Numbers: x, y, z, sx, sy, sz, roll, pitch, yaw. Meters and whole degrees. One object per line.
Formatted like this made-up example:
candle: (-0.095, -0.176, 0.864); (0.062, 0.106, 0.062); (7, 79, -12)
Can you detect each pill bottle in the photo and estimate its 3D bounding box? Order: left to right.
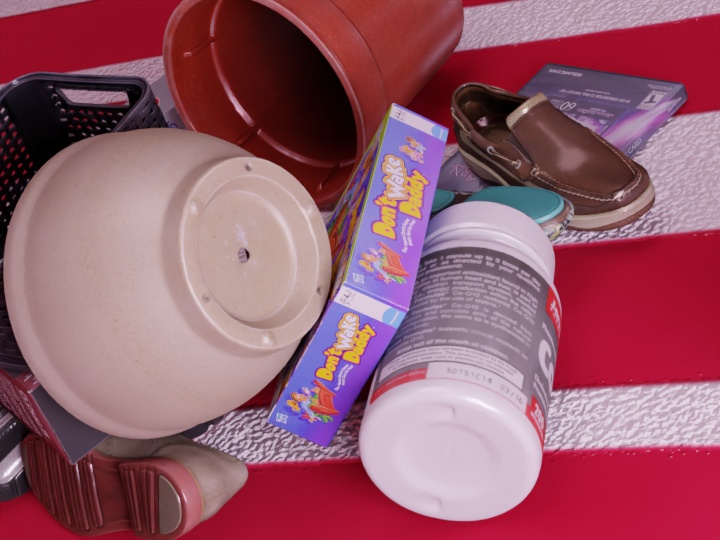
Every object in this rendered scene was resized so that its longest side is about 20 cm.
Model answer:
pill bottle: (0.070, 0.053, 1.205); (0.113, 0.114, 0.200); (-11, 36, 22)

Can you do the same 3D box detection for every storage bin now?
storage bin: (-0.221, -0.037, 1.274); (0.135, 0.094, 0.200); (6, 47, 33)

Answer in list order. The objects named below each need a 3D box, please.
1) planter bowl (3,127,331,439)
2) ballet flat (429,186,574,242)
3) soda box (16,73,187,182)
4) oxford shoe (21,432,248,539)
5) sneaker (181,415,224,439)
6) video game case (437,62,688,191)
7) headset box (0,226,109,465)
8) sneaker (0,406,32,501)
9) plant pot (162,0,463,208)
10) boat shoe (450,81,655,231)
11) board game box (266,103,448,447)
planter bowl: (-0.104, -0.001, 1.172); (0.134, 0.200, 0.200); (-13, 32, 48)
ballet flat: (0.077, -0.025, 1.347); (0.199, 0.074, 0.074); (9, 47, 45)
soda box: (-0.205, -0.097, 1.644); (0.200, 0.064, 0.068); (-39, 34, -19)
oxford shoe: (-0.160, 0.144, 1.300); (0.199, 0.071, 0.075); (9, 20, 44)
sneaker: (-0.090, 0.039, 1.371); (0.200, 0.074, 0.087); (-35, 31, -14)
video game case: (0.139, -0.088, 1.439); (0.143, 0.019, 0.200); (16, 51, 46)
headset box: (-0.198, 0.036, 1.312); (0.149, 0.077, 0.200); (-38, 39, -19)
sneaker: (-0.238, 0.077, 1.416); (0.200, 0.076, 0.115); (-42, 38, -18)
plant pot: (-0.026, -0.187, 1.544); (0.200, 0.201, 0.195); (5, 37, 39)
boat shoe: (0.129, -0.089, 1.361); (0.075, 0.075, 0.202); (-40, 36, -19)
board game box: (0.000, 0.000, 1.244); (0.200, 0.045, 0.135); (-76, 12, -51)
